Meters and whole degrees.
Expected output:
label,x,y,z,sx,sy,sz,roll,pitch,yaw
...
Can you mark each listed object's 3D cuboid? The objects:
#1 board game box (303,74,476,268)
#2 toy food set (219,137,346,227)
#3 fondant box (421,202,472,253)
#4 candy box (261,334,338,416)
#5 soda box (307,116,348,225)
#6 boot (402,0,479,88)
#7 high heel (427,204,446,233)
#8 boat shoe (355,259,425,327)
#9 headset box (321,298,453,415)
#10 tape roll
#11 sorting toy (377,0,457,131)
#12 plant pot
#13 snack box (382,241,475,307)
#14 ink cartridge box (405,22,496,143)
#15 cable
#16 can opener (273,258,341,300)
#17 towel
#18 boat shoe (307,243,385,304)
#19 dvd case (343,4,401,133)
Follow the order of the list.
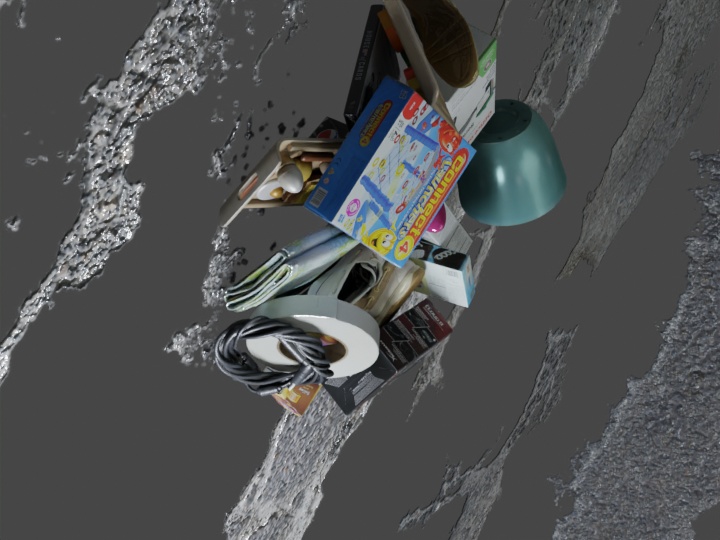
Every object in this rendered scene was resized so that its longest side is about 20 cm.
label,x,y,z,sx,sy,sz,roll,pitch,yaw
board game box,0.044,-0.125,1.420,0.200,0.056,0.196,-58,145,2
toy food set,-0.075,-0.108,1.414,0.200,0.061,0.143,-5,150,-46
fondant box,0.089,-0.084,1.752,0.058,0.144,0.200,-60,155,-7
candy box,-0.078,0.131,1.755,0.200,0.056,0.117,-55,154,-13
soda box,-0.026,-0.133,1.582,0.071,0.063,0.200,-52,152,-20
boot,0.130,-0.333,1.550,0.073,0.200,0.155,-33,161,12
high heel,0.073,-0.152,1.615,0.067,0.200,0.096,-22,154,-1
boat shoe,0.025,0.052,1.735,0.200,0.069,0.074,-52,169,25
headset box,0.050,0.137,1.753,0.200,0.077,0.149,-27,166,-51
tape roll,-0.070,0.102,1.589,0.203,0.202,0.037,72,19,-57
sorting toy,0.077,-0.286,1.490,0.036,0.186,0.200,-24,167,7
plant pot,0.258,-0.207,1.905,0.201,0.200,0.161,-48,138,-27
snack box,0.087,-0.008,1.756,0.037,0.199,0.116,-63,158,-25
ink cartridge box,0.149,-0.279,1.718,0.146,0.084,0.200,-53,159,-17
cable,-0.126,0.129,1.555,0.200,0.163,0.051,72,21,-55
can opener,-0.054,0.009,1.668,0.200,0.063,0.079,-40,140,-38
towel,-0.082,-0.011,1.508,0.200,0.048,0.171,-29,178,-45
boat shoe,0.000,0.000,1.630,0.200,0.066,0.072,-41,122,-39
dvd case,0.019,-0.250,1.505,0.150,0.025,0.200,71,27,-56
